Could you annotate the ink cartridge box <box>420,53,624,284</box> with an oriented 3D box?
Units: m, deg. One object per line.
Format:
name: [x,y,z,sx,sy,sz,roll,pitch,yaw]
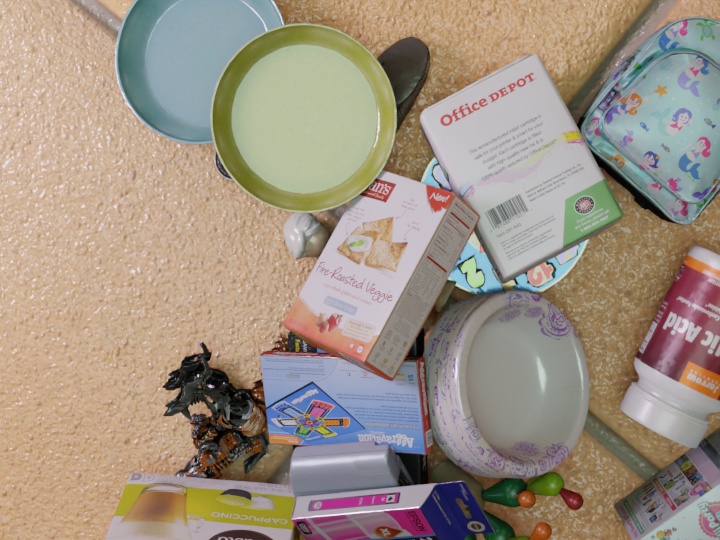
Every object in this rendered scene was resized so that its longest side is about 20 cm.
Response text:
ink cartridge box: [0.170,-0.109,1.667,0.144,0.084,0.201,-27,85,-1]

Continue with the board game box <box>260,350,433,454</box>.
board game box: [-0.017,0.141,1.666,0.199,0.019,0.104,1,101,31]

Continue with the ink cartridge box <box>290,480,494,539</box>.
ink cartridge box: [0.034,0.271,1.646,0.199,0.037,0.095,-11,132,23]

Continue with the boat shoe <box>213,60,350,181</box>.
boat shoe: [-0.082,-0.171,1.714,0.199,0.060,0.074,-35,92,5]

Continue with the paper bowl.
paper bowl: [0.147,0.125,1.686,0.200,0.104,0.202,5,82,-37]

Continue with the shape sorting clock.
shape sorting clock: [0.161,-0.067,1.726,0.199,0.039,0.201,0,96,2]

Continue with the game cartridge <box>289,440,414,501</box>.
game cartridge: [0.004,0.262,1.695,0.132,0.042,0.201,-10,133,20]

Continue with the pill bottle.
pill bottle: [0.370,0.084,1.695,0.114,0.114,0.201,25,96,0]

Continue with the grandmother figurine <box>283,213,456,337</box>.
grandmother figurine: [0.000,0.000,1.732,0.199,0.061,0.122,32,103,1]

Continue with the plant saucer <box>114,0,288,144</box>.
plant saucer: [-0.172,-0.236,1.709,0.199,0.036,0.202,-1,87,12]

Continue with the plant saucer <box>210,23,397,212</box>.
plant saucer: [-0.060,-0.162,1.658,0.199,0.031,0.202,0,92,0]

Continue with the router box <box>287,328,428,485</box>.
router box: [-0.002,0.163,1.727,0.148,0.051,0.201,0,102,14]

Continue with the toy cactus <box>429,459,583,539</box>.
toy cactus: [0.149,0.278,1.741,0.165,0.102,0.200,46,123,21]

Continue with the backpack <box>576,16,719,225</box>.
backpack: [0.348,-0.171,1.660,0.177,0.151,0.200,41,91,-1]

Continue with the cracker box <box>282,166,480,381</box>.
cracker box: [0.021,0.000,1.629,0.058,0.134,0.201,37,78,-44]

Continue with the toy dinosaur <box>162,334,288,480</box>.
toy dinosaur: [-0.150,0.155,1.751,0.135,0.102,0.201,35,78,-16]

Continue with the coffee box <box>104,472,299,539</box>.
coffee box: [-0.171,0.361,1.681,0.198,0.198,0.201,4,112,2]

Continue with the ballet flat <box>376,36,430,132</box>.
ballet flat: [0.021,-0.166,1.723,0.067,0.046,0.201,27,91,30]

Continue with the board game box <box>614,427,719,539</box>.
board game box: [0.384,0.244,1.695,0.200,0.148,0.064,-36,96,6]
